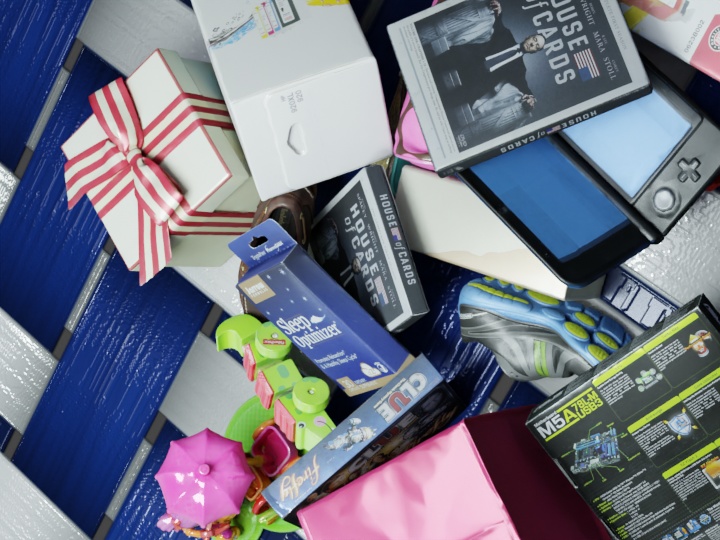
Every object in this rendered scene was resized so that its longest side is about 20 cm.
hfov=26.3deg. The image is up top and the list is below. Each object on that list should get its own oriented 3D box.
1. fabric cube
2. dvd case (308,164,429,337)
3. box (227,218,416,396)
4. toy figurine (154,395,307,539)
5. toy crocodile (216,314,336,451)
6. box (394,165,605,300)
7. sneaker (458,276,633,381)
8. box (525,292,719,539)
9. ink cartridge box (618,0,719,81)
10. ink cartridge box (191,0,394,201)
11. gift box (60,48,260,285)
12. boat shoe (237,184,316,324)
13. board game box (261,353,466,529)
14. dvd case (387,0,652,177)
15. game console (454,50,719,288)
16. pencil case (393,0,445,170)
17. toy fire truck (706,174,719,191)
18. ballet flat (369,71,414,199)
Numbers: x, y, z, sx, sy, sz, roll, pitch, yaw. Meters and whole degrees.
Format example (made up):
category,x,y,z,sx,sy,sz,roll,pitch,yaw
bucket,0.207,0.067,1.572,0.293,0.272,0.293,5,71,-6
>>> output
category,x,y,z,sx,sy,sz,roll,pitch,yaw
fabric cube,0.099,0.261,1.434,0.198,0.196,0.201,-31,74,25
dvd case,0.000,0.000,1.527,0.200,0.025,0.152,-42,64,63
box,-0.046,0.040,1.500,0.200,0.032,0.121,45,153,-11
toy figurine,-0.147,0.222,1.586,0.200,0.184,0.150,-48,68,22
toy crocodile,-0.079,0.120,1.569,0.201,0.061,0.068,54,153,28
box,0.134,-0.038,1.473,0.199,0.095,0.079,19,101,31
sneaker,0.181,0.073,1.469,0.198,0.071,0.083,24,123,26
box,0.282,0.154,1.378,0.200,0.047,0.194,-38,90,25
ink cartridge box,0.298,-0.268,1.381,0.199,0.083,0.146,36,107,26
ink cartridge box,-0.069,-0.202,1.501,0.143,0.148,0.201,-19,54,-3
gift box,-0.191,-0.097,1.611,0.200,0.186,0.185,-45,69,22
boat shoe,-0.090,-0.009,1.576,0.070,0.071,0.201,11,128,0
board game box,0.007,0.171,1.484,0.200,0.136,0.035,-41,69,0
dvd case,0.138,-0.186,1.358,0.198,0.025,0.152,-22,70,10
game console,0.196,-0.111,1.364,0.200,0.118,0.171,47,114,21
pencil case,0.098,-0.192,1.461,0.094,0.090,0.202,-146,66,-64
toy fire truck,0.240,-0.113,1.435,0.199,0.049,0.142,-28,77,28
ballet flat,0.057,-0.167,1.540,0.070,0.070,0.202,23,100,28
